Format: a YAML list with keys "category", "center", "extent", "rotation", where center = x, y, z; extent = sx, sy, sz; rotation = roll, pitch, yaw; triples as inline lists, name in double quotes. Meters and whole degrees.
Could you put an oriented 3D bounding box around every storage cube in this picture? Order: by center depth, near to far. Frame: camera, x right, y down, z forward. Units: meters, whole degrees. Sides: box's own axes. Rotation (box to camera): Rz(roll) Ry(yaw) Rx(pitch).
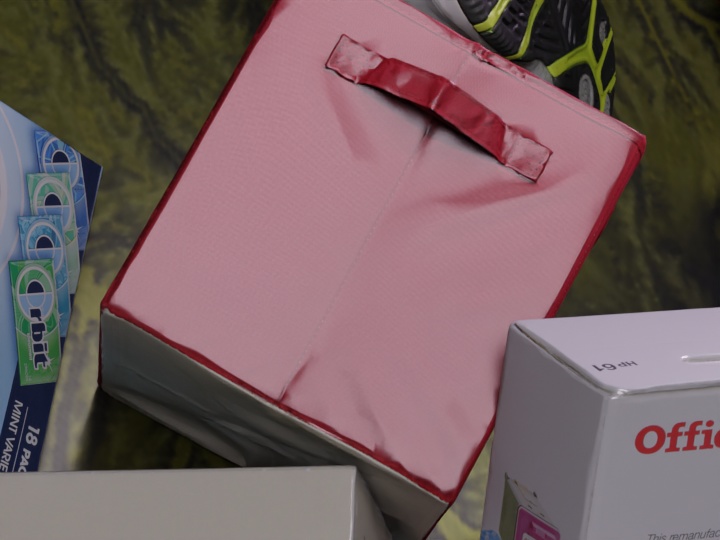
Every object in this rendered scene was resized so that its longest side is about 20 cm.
- category: "storage cube"
  center: [0.000, 0.000, 1.304]
  extent: [0.170, 0.200, 0.180]
  rotation: [29, 75, 1]

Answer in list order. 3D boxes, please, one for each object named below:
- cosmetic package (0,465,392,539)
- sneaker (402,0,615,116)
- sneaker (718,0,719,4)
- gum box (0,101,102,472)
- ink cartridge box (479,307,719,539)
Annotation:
- category: "cosmetic package"
  center: [-0.092, 0.138, 1.256]
  extent: [0.199, 0.103, 0.088]
  rotation: [-2, 68, 11]
- category: "sneaker"
  center: [0.060, -0.104, 1.366]
  extent: [0.076, 0.200, 0.076]
  rotation: [-4, 65, 26]
- category: "sneaker"
  center: [0.213, -0.063, 1.424]
  extent: [0.085, 0.077, 0.201]
  rotation: [-24, 75, -11]
- category: "gum box"
  center: [-0.205, -0.007, 1.283]
  extent: [0.044, 0.200, 0.171]
  rotation: [-7, 63, 36]
- category: "ink cartridge box"
  center: [0.128, 0.120, 1.220]
  extent: [0.144, 0.085, 0.201]
  rotation: [-3, 113, -27]
